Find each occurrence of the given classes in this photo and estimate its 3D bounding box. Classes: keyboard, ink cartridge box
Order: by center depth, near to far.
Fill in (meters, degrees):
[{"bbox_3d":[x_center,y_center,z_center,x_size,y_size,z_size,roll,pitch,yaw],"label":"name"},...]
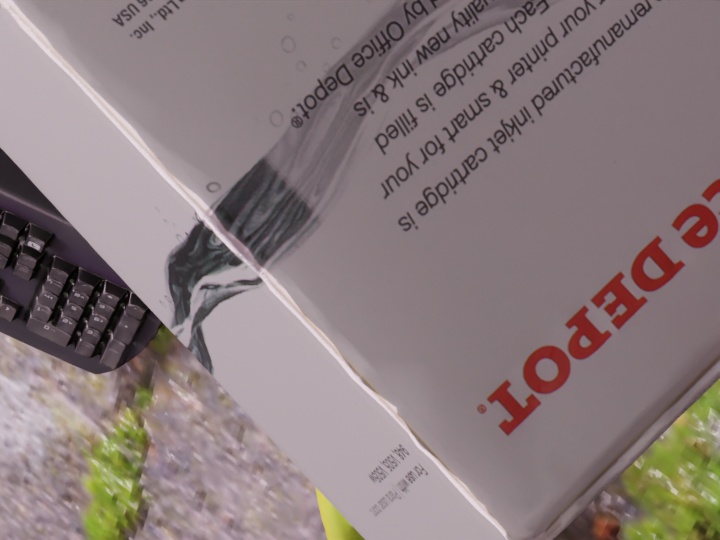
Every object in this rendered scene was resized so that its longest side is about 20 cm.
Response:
[{"bbox_3d":[0.007,-0.049,0.651,0.200,0.147,0.083,47,161,4],"label":"ink cartridge box"},{"bbox_3d":[-0.141,-0.039,0.848,0.200,0.021,0.127,24,139,-5],"label":"keyboard"}]

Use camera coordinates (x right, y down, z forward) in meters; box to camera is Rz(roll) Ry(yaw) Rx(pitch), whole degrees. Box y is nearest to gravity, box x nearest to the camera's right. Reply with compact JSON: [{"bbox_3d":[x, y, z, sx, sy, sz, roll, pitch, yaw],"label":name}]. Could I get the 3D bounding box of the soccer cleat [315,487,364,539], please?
[{"bbox_3d":[0.001,-0.001,0.785,0.084,0.065,0.200,49,157,52],"label":"soccer cleat"}]
